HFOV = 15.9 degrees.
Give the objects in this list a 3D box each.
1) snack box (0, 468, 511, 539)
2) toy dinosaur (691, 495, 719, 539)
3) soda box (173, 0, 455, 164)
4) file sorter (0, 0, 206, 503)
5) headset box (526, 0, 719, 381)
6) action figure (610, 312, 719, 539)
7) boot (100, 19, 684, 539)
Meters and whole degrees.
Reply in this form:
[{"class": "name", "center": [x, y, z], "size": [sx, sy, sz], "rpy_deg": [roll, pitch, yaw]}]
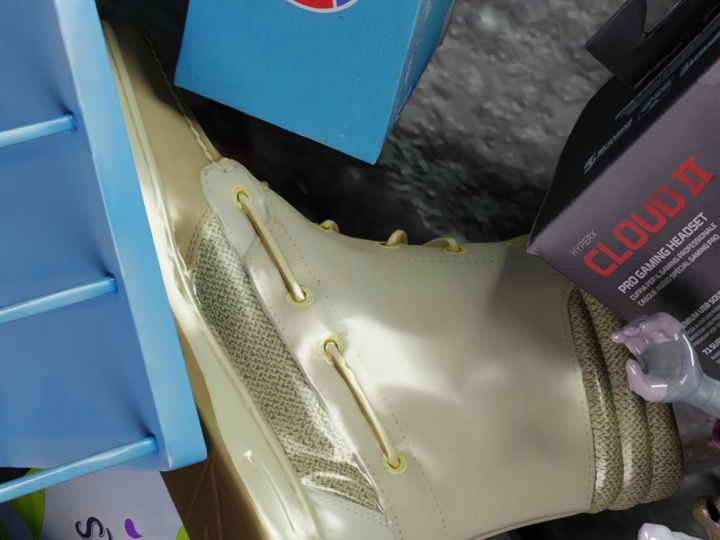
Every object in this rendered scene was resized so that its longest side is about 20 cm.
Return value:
[{"class": "snack box", "center": [-0.025, 0.127, 0.863], "size": [0.169, 0.067, 0.201], "rpy_deg": [-41, 73, 34]}, {"class": "toy dinosaur", "center": [0.188, 0.148, 0.854], "size": [0.101, 0.058, 0.201], "rpy_deg": [-31, 85, 40]}, {"class": "soda box", "center": [0.004, -0.130, 0.703], "size": [0.067, 0.064, 0.201], "rpy_deg": [22, 134, 7]}, {"class": "file sorter", "center": [-0.149, -0.026, 0.742], "size": [0.138, 0.122, 0.202], "rpy_deg": [-6, 100, 59]}, {"class": "headset box", "center": [0.156, -0.021, 0.719], "size": [0.199, 0.077, 0.149], "rpy_deg": [36, 134, -9]}, {"class": "action figure", "center": [0.153, 0.076, 0.710], "size": [0.148, 0.135, 0.199], "rpy_deg": [3, 169, -40]}, {"class": "boot", "center": [0.000, 0.000, 0.790], "size": [0.201, 0.154, 0.073], "rpy_deg": [64, 154, 22]}]
